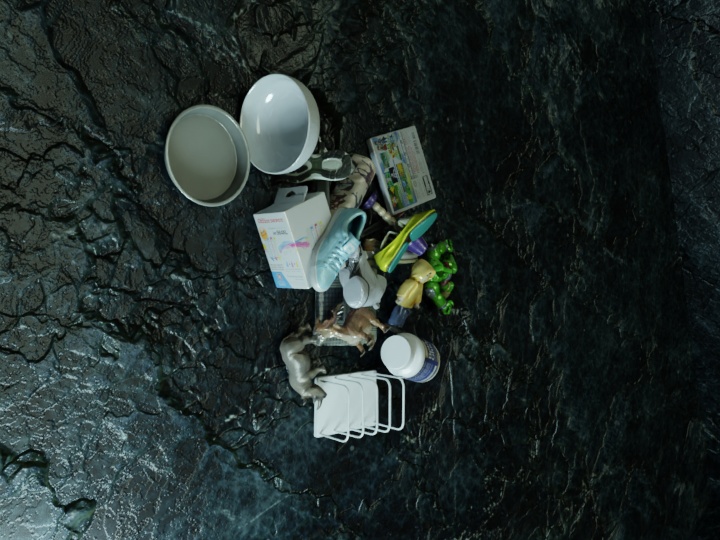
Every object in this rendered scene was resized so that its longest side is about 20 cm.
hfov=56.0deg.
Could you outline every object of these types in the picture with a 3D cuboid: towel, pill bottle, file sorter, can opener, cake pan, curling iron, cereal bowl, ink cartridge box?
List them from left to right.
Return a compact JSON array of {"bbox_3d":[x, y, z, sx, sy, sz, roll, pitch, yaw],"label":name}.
[{"bbox_3d":[-0.317,-0.234,1.391,0.197,0.036,0.207,-1,92,-43],"label":"cake pan"},{"bbox_3d":[-0.161,-0.308,1.439,0.083,0.196,0.206,-8,97,-58],"label":"cereal bowl"},{"bbox_3d":[-0.139,-0.079,1.502,0.124,0.127,0.205,-30,110,-38],"label":"ink cartridge box"},{"bbox_3d":[-0.101,-0.218,1.569,0.064,0.053,0.206,-6,74,-5],"label":"can opener"},{"bbox_3d":[-0.036,0.088,1.674,0.196,0.034,0.199,3,86,-41],"label":"towel"},{"bbox_3d":[-0.001,0.328,1.644,0.197,0.123,0.143,1,90,-42],"label":"file sorter"},{"bbox_3d":[0.058,-0.135,1.756,0.199,0.025,0.050,-39,107,-35],"label":"curling iron"},{"bbox_3d":[0.125,0.221,1.728,0.199,0.108,0.114,29,70,-62],"label":"pill bottle"}]

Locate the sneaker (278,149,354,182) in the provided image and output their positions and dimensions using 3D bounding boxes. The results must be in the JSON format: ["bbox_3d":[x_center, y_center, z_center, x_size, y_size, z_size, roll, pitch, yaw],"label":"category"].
[{"bbox_3d":[-0.099,-0.228,1.512,0.088,0.195,0.079,2,95,-70],"label":"sneaker"}]

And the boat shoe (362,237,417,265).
[{"bbox_3d":[0.081,-0.050,1.746,0.197,0.073,0.071,-3,88,-49],"label":"boat shoe"}]

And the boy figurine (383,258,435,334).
[{"bbox_3d":[0.133,0.070,1.769,0.203,0.064,0.124,-62,150,0],"label":"boy figurine"}]

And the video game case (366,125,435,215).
[{"bbox_3d":[0.110,-0.266,1.787,0.180,0.022,0.205,-24,99,-40],"label":"video game case"}]

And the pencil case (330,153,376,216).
[{"bbox_3d":[-0.038,-0.182,1.630,0.078,0.087,0.203,73,39,-64],"label":"pencil case"}]

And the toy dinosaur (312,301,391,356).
[{"bbox_3d":[-0.012,0.125,1.626,0.136,0.086,0.199,47,33,11],"label":"toy dinosaur"}]

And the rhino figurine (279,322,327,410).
[{"bbox_3d":[-0.127,0.231,1.561,0.086,0.060,0.205,-20,106,-15],"label":"rhino figurine"}]

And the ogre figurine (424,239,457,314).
[{"bbox_3d":[0.218,0.006,1.863,0.119,0.097,0.205,21,87,-53],"label":"ogre figurine"}]

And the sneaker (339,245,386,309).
[{"bbox_3d":[0.000,0.000,1.642,0.114,0.074,0.205,20,54,-53],"label":"sneaker"}]

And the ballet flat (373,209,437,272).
[{"bbox_3d":[0.105,-0.087,1.663,0.201,0.067,0.067,-50,160,-8],"label":"ballet flat"}]

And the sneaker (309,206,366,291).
[{"bbox_3d":[-0.045,-0.050,1.448,0.073,0.081,0.205,33,69,-37],"label":"sneaker"}]

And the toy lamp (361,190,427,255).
[{"bbox_3d":[0.089,-0.115,1.715,0.199,0.058,0.059,40,64,-11],"label":"toy lamp"}]
